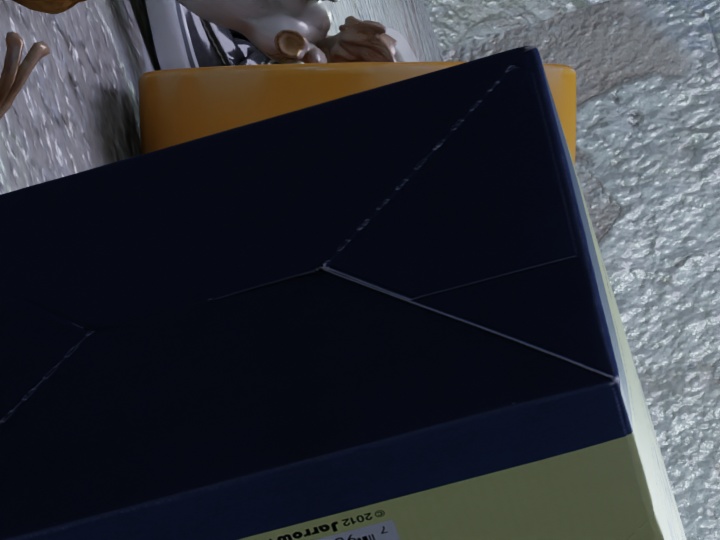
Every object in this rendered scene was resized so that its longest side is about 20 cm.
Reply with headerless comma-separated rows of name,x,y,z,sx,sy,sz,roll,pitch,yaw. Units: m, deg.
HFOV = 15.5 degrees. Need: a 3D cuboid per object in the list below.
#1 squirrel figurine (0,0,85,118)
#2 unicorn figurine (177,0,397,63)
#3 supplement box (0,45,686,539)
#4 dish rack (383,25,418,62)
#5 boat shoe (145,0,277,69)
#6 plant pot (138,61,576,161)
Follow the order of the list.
squirrel figurine,-0.140,-0.095,0.529,0.200,0.141,0.187,51,30,-38
unicorn figurine,-0.075,-0.152,1.272,0.200,0.074,0.137,46,1,-7
supplement box,-0.013,0.077,0.738,0.134,0.200,0.200,-98,171,-48
dish rack,-0.005,-0.015,1.396,0.172,0.044,0.200,-55,138,-23
boat shoe,-0.059,-0.088,1.388,0.070,0.066,0.200,-95,168,-61
plant pot,0.000,0.000,1.211,0.200,0.200,0.184,-22,111,-84
